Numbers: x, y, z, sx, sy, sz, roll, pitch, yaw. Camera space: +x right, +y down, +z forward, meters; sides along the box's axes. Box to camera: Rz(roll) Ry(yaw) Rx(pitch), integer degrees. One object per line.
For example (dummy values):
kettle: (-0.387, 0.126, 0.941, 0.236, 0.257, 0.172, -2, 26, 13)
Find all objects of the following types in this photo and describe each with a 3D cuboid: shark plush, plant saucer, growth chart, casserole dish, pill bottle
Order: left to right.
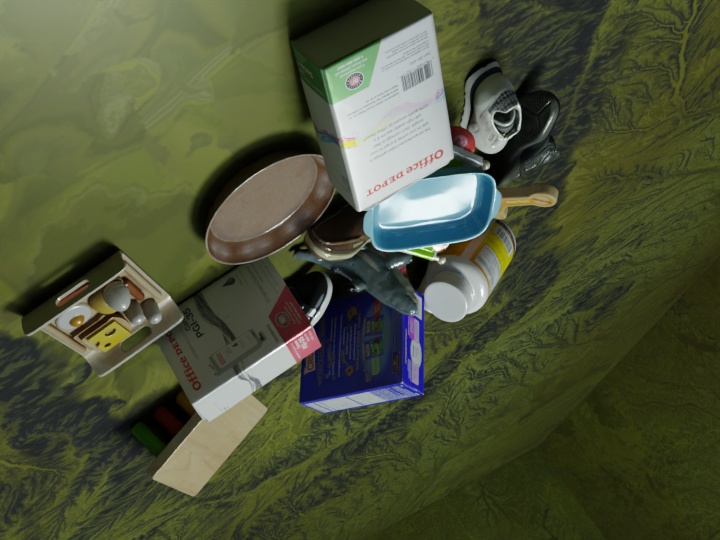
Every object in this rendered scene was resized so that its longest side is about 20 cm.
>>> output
plant saucer: (-0.120, -0.087, 1.202, 0.198, 0.035, 0.201, -31, 157, -15)
shark plush: (0.000, 0.000, 1.378, 0.198, 0.084, 0.091, 28, 137, -18)
growth chart: (0.093, -0.098, 1.302, 0.142, 0.018, 0.202, 9, 128, -21)
casserole dish: (0.094, -0.089, 1.265, 0.196, 0.039, 0.122, -9, 134, -13)
pill bottle: (0.180, -0.004, 1.549, 0.200, 0.109, 0.110, -49, 172, -45)

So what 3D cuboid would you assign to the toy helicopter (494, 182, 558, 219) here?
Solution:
toy helicopter: (0.212, -0.120, 1.453, 0.197, 0.080, 0.132, -1, 152, 33)

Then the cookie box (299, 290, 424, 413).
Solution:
cookie box: (0.002, 0.127, 1.494, 0.197, 0.174, 0.075, -15, 149, 31)

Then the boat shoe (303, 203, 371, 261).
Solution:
boat shoe: (-0.005, -0.075, 1.341, 0.201, 0.075, 0.075, -26, 155, -53)

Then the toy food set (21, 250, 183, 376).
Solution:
toy food set: (-0.319, 0.065, 1.174, 0.143, 0.061, 0.200, -35, 156, -4)

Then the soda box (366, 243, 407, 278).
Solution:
soda box: (0.042, 0.020, 1.572, 0.063, 0.071, 0.201, -30, 156, -6)

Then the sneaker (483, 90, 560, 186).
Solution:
sneaker: (0.276, -0.219, 1.456, 0.113, 0.077, 0.200, -25, 157, -28)

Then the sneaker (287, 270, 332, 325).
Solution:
sneaker: (-0.137, 0.070, 1.414, 0.199, 0.074, 0.112, -41, 157, 12)

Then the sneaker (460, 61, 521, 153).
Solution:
sneaker: (0.196, -0.214, 1.346, 0.076, 0.081, 0.200, -36, 158, -3)

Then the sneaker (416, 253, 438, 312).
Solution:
sneaker: (0.150, 0.016, 1.706, 0.200, 0.073, 0.117, -21, 136, -84)

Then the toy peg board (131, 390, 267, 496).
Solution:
toy peg board: (-0.281, 0.260, 1.573, 0.200, 0.097, 0.200, -49, 159, -10)

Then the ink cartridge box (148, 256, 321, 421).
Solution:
ink cartridge box: (-0.177, 0.094, 1.311, 0.198, 0.147, 0.083, -33, 155, -8)

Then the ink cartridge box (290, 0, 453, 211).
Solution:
ink cartridge box: (0.019, -0.192, 1.064, 0.143, 0.084, 0.202, -30, 135, -15)

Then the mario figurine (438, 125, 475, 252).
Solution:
mario figurine: (0.118, -0.112, 1.343, 0.123, 0.105, 0.203, -34, 147, -52)
